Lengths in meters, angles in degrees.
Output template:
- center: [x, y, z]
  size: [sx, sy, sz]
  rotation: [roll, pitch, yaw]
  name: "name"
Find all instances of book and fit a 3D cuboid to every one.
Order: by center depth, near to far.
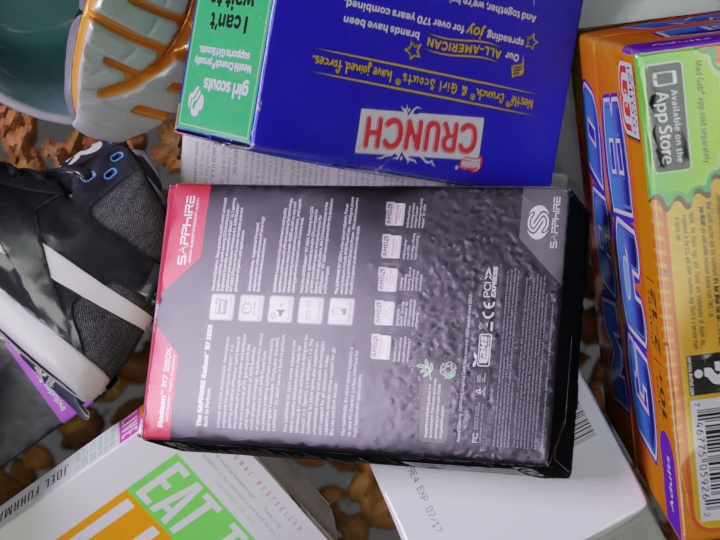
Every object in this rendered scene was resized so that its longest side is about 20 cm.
- center: [-0.130, 0.158, 0.897]
  size: [0.199, 0.048, 0.134]
  rotation: [-36, 117, 9]
  name: "book"

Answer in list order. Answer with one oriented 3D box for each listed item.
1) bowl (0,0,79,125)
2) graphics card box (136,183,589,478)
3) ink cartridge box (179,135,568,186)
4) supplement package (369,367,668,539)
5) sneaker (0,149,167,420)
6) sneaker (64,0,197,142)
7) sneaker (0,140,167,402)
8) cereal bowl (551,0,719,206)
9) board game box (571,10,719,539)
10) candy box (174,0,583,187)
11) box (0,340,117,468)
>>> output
- center: [-0.153, -0.177, 0.811]
  size: [0.199, 0.105, 0.203]
  rotation: [-6, 102, -31]
  name: "bowl"
- center: [0.002, 0.025, 0.739]
  size: [0.198, 0.051, 0.127]
  rotation: [0, 76, 22]
  name: "graphics card box"
- center: [0.000, 0.000, 0.865]
  size: [0.198, 0.050, 0.162]
  rotation: [6, 117, -2]
  name: "ink cartridge box"
- center: [0.088, 0.123, 0.818]
  size: [0.109, 0.200, 0.114]
  rotation: [-28, 62, 5]
  name: "supplement package"
- center: [-0.188, 0.023, 0.842]
  size: [0.197, 0.079, 0.131]
  rotation: [-15, 87, -15]
  name: "sneaker"
- center: [-0.095, -0.158, 0.745]
  size: [0.078, 0.077, 0.202]
  rotation: [19, 90, -46]
  name: "sneaker"
- center: [-0.172, -0.041, 0.780]
  size: [0.200, 0.073, 0.112]
  rotation: [44, 75, -15]
  name: "sneaker"
- center: [0.172, -0.112, 0.849]
  size: [0.198, 0.083, 0.202]
  rotation: [0, 99, 1]
  name: "cereal bowl"
- center: [0.212, -0.018, 0.723]
  size: [0.198, 0.200, 0.202]
  rotation: [-7, 100, 1]
  name: "board game box"
- center: [0.019, -0.144, 0.731]
  size: [0.168, 0.077, 0.202]
  rotation: [7, 95, -34]
  name: "candy box"
- center: [-0.259, 0.064, 0.907]
  size: [0.199, 0.036, 0.144]
  rotation: [-35, 97, 7]
  name: "box"
